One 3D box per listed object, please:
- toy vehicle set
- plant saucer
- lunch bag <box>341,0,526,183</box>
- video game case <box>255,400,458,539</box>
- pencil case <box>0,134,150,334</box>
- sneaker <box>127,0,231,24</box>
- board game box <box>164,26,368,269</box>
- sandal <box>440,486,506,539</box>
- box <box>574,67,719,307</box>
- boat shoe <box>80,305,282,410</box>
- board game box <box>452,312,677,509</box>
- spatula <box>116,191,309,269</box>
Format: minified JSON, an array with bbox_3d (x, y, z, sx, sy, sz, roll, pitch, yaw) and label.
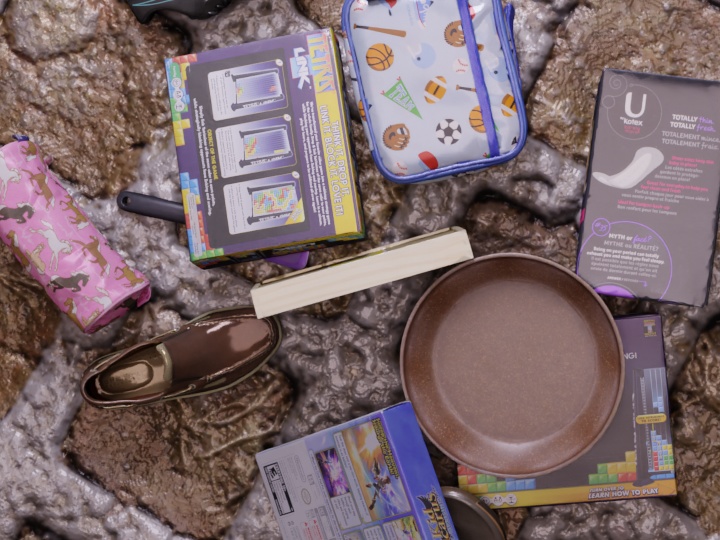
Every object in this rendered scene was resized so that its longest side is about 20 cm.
[{"bbox_3d":[0.000,0.000,1.463,0.199,0.124,0.027,-16,93,1],"label":"toy vehicle set"},{"bbox_3d":[0.136,0.083,1.424,0.199,0.037,0.201,1,96,13],"label":"plant saucer"},{"bbox_3d":[0.072,-0.186,1.482,0.159,0.076,0.201,-12,90,5],"label":"lunch bag"},{"bbox_3d":[0.005,0.238,1.464,0.181,0.045,0.201,-23,84,44],"label":"video game case"},{"bbox_3d":[-0.288,-0.032,1.529,0.086,0.083,0.200,-39,86,-3],"label":"pencil case"},{"bbox_3d":[-0.133,-0.283,1.523,0.199,0.075,0.080,-4,104,13],"label":"sneaker"},{"bbox_3d":[-0.089,-0.114,1.505,0.165,0.057,0.201,-9,80,6],"label":"board game box"},{"bbox_3d":[0.085,0.293,1.472,0.081,0.055,0.201,13,114,12],"label":"sandal"},{"bbox_3d":[0.264,-0.073,1.449,0.122,0.106,0.201,8,92,7],"label":"box"},{"bbox_3d":[-0.171,0.090,1.520,0.202,0.075,0.075,-22,88,7],"label":"boat shoe"},{"bbox_3d":[0.185,0.130,1.480,0.199,0.057,0.166,-6,91,7],"label":"board game box"},{"bbox_3d":[-0.142,-0.049,1.542,0.199,0.021,0.057,13,96,7],"label":"spatula"}]
